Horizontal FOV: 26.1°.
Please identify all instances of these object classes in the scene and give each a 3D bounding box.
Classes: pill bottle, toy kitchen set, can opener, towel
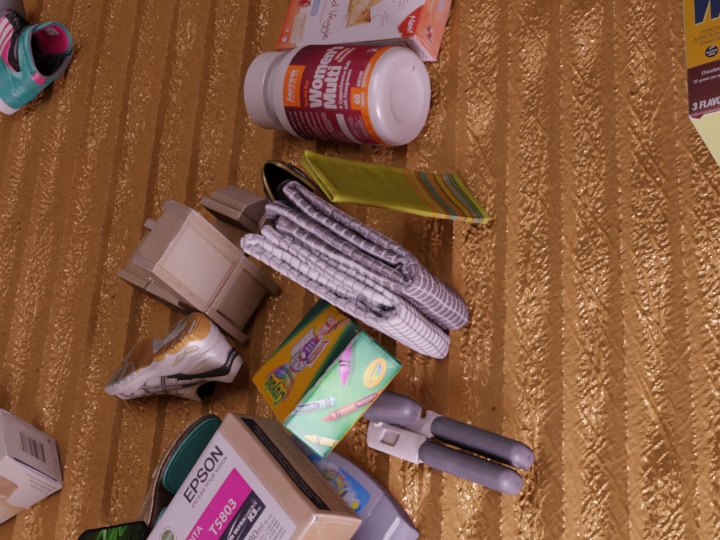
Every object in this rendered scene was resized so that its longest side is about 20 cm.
[{"bbox_3d":[-0.029,-0.201,1.758,0.199,0.110,0.110,7,68,36],"label":"pill bottle"},{"bbox_3d":[-0.197,-0.054,1.736,0.200,0.180,0.164,23,76,40],"label":"toy kitchen set"},{"bbox_3d":[0.072,0.161,1.495,0.200,0.067,0.053,13,72,46],"label":"can opener"},{"bbox_3d":[0.000,0.000,1.558,0.200,0.166,0.086,30,89,26],"label":"towel"},{"bbox_3d":[0.038,-0.085,1.596,0.086,0.199,0.018,51,125,46],"label":"towel"}]

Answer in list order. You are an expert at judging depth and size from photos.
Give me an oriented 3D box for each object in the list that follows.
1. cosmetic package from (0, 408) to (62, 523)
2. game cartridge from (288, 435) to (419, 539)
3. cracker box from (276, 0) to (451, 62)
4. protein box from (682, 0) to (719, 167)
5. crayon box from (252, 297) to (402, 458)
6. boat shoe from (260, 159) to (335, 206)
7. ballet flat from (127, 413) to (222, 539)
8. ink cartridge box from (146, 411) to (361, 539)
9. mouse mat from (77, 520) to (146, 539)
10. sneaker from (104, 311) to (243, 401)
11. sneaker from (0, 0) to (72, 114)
[{"bbox_3d":[-0.452,0.249,1.776,0.200,0.105,0.071,-32,51,16],"label":"cosmetic package"},{"bbox_3d":[-0.040,0.250,1.550,0.200,0.040,0.134,29,78,40],"label":"game cartridge"},{"bbox_3d":[0.009,-0.311,1.833,0.199,0.058,0.134,0,64,33],"label":"cracker box"},{"bbox_3d":[0.390,-0.187,1.416,0.134,0.199,0.201,-12,57,27],"label":"protein box"},{"bbox_3d":[-0.037,0.103,1.556,0.119,0.058,0.200,-50,15,-2],"label":"crayon box"},{"bbox_3d":[-0.054,-0.051,1.713,0.072,0.068,0.200,-45,50,0],"label":"boat shoe"},{"bbox_3d":[-0.206,0.242,1.646,0.065,0.070,0.201,-2,57,51],"label":"ballet flat"},{"bbox_3d":[-0.115,0.267,1.515,0.165,0.075,0.200,42,106,38],"label":"ink cartridge box"},{"bbox_3d":[-0.280,0.363,1.613,0.161,0.008,0.201,-20,52,52],"label":"mouse mat"},{"bbox_3d":[-0.208,0.118,1.714,0.200,0.088,0.076,-24,30,48],"label":"sneaker"},{"bbox_3d":[-0.453,-0.322,2.123,0.120,0.084,0.201,-22,61,27],"label":"sneaker"}]
